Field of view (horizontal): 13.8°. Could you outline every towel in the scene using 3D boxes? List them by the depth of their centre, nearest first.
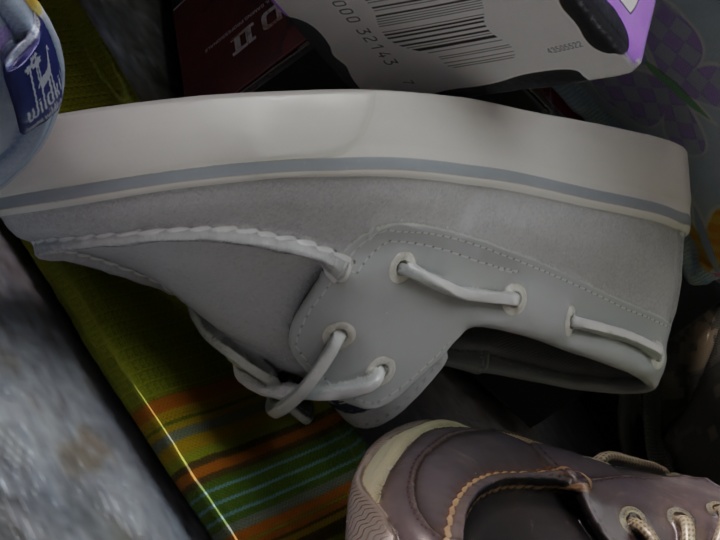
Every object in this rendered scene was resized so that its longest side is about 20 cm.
[{"bbox_3d":[-0.044,0.001,0.663,0.201,0.018,0.086,57,18,5],"label":"towel"}]

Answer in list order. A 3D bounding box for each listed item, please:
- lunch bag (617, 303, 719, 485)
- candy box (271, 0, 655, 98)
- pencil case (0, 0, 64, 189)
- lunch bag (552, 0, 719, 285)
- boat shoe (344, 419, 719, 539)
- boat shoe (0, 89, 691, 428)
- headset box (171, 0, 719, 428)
[{"bbox_3d":[0.162,0.057,0.907,0.164,0.117,0.201,14,49,-59],"label":"lunch bag"},{"bbox_3d":[-0.002,-0.159,0.616,0.200,0.071,0.169,45,49,-43],"label":"candy box"},{"bbox_3d":[-0.117,-0.097,0.549,0.091,0.083,0.201,78,-7,-53],"label":"pencil case"},{"bbox_3d":[0.147,-0.114,0.738,0.127,0.169,0.200,52,54,-6],"label":"lunch bag"},{"bbox_3d":[0.055,0.068,0.655,0.200,0.073,0.075,6,79,-68],"label":"boat shoe"},{"bbox_3d":[0.000,0.000,0.652,0.199,0.072,0.069,5,82,-51],"label":"boat shoe"},{"bbox_3d":[0.019,-0.065,0.830,0.149,0.077,0.201,40,25,-35],"label":"headset box"}]
